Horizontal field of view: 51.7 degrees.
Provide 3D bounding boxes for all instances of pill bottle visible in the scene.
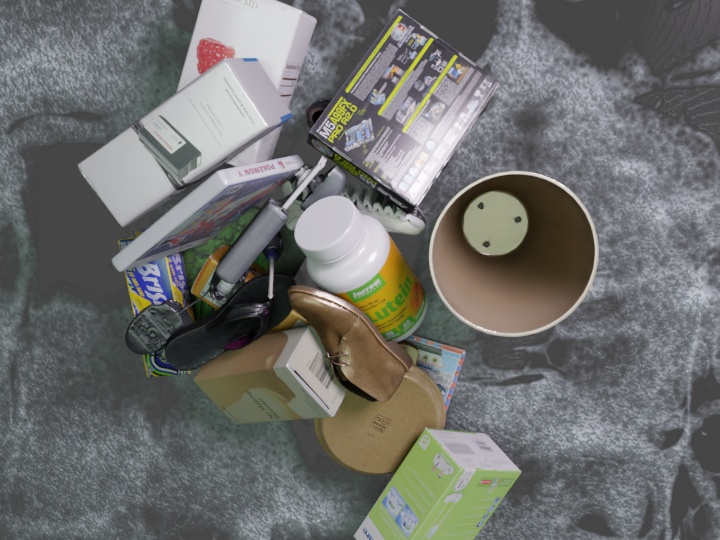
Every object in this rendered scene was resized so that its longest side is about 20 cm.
[{"bbox_3d":[0.000,0.000,0.941,0.111,0.111,0.200,-27,135,10],"label":"pill bottle"}]

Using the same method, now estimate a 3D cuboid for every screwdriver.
[{"bbox_3d":[-0.112,-0.011,0.941,0.028,0.200,0.029,1,108,-6],"label":"screwdriver"}]

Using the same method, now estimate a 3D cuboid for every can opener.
[{"bbox_3d":[-0.096,-0.057,0.925,0.067,0.053,0.200,38,100,-13],"label":"can opener"}]

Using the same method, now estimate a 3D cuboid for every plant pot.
[{"bbox_3d":[0.177,-0.041,0.916,0.186,0.200,0.188,1,105,5],"label":"plant pot"}]

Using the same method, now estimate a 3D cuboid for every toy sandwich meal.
[{"bbox_3d":[0.024,0.191,1.043,0.204,0.070,0.206,-1,111,-3],"label":"toy sandwich meal"}]

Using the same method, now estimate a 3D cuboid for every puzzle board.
[{"bbox_3d":[0.035,0.157,1.073,0.199,0.017,0.152,16,105,0],"label":"puzzle board"}]

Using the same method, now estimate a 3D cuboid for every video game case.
[{"bbox_3d":[-0.183,-0.072,0.916,0.200,0.182,0.023,-33,89,28],"label":"video game case"}]

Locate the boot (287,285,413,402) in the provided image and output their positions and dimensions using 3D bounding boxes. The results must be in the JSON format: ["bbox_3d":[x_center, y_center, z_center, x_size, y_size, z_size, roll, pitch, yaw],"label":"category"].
[{"bbox_3d":[-0.019,0.093,0.919,0.200,0.073,0.076,41,65,-24],"label":"boot"}]

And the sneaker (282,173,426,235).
[{"bbox_3d":[-0.011,-0.074,0.994,0.199,0.075,0.081,14,113,9],"label":"sneaker"}]

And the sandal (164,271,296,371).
[{"bbox_3d":[-0.162,0.076,0.962,0.200,0.048,0.075,-34,123,7],"label":"sandal"}]

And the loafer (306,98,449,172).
[{"bbox_3d":[0.021,-0.168,0.967,0.199,0.063,0.072,20,104,-1],"label":"loafer"}]

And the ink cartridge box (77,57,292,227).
[{"bbox_3d":[-0.188,-0.146,0.823,0.199,0.145,0.084,-31,101,13],"label":"ink cartridge box"}]

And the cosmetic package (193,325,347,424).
[{"bbox_3d":[-0.119,0.144,0.993,0.199,0.071,0.105,-16,123,42],"label":"cosmetic package"}]

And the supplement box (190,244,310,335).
[{"bbox_3d":[-0.130,0.049,1.025,0.200,0.067,0.069,36,108,-3],"label":"supplement box"}]

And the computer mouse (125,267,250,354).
[{"bbox_3d":[-0.228,0.043,0.983,0.200,0.034,0.059,-34,105,3],"label":"computer mouse"}]

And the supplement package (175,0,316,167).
[{"bbox_3d":[-0.149,-0.243,0.932,0.121,0.120,0.201,20,105,0],"label":"supplement package"}]

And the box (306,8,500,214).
[{"bbox_3d":[0.054,-0.197,0.923,0.160,0.044,0.200,34,79,-1],"label":"box"}]

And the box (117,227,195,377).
[{"bbox_3d":[-0.276,0.042,1.033,0.064,0.070,0.201,-6,106,5],"label":"box"}]

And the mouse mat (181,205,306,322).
[{"bbox_3d":[-0.181,0.001,1.055,0.160,0.008,0.201,30,105,-3],"label":"mouse mat"}]

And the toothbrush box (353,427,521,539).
[{"bbox_3d":[0.108,0.327,1.038,0.145,0.086,0.201,16,110,-43],"label":"toothbrush box"}]
